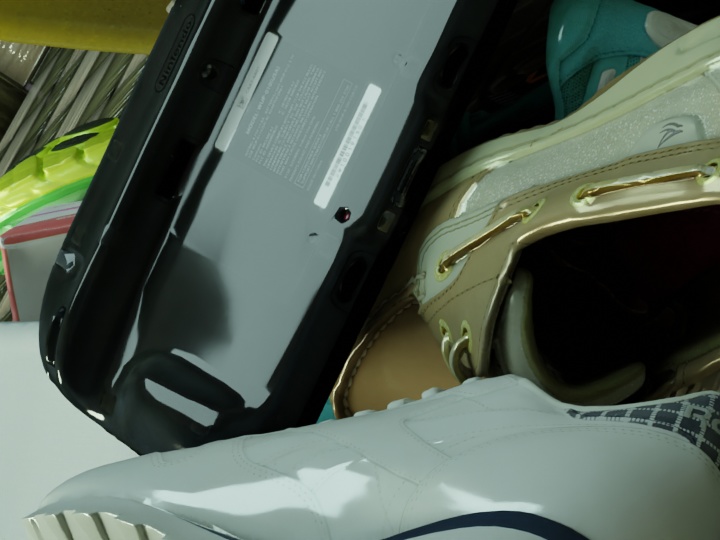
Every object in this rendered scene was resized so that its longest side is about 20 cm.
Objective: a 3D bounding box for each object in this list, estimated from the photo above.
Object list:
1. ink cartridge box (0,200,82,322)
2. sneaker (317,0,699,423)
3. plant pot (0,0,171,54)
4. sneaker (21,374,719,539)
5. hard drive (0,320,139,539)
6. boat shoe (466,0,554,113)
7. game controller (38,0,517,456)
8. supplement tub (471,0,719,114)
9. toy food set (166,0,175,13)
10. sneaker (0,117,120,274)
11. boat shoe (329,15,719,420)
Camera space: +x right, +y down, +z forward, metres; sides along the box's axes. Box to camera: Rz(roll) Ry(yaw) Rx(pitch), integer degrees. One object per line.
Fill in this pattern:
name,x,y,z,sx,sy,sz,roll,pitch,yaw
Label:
ink cartridge box,-0.078,0.031,1.015,0.200,0.067,0.117,-101,0,-85
sneaker,0.038,-0.010,0.789,0.200,0.079,0.078,-48,16,43
plant pot,-0.051,-0.183,1.141,0.200,0.175,0.201,-96,21,-77
sneaker,0.003,0.065,0.674,0.199,0.077,0.081,-1,40,41
hard drive,-0.098,0.082,0.854,0.200,0.027,0.133,-3,79,58
boat shoe,0.004,-0.072,0.799,0.076,0.072,0.200,-17,-17,-48
game controller,-0.018,-0.042,0.744,0.104,0.042,0.201,29,96,35
supplement tub,0.058,-0.115,0.866,0.200,0.122,0.123,-47,16,45
toy food set,0.036,-0.153,0.995,0.200,0.143,0.061,-52,56,32
sneaker,-0.078,-0.024,1.136,0.199,0.084,0.074,-15,15,22
boat shoe,0.051,0.006,0.696,0.200,0.074,0.067,-40,21,45
